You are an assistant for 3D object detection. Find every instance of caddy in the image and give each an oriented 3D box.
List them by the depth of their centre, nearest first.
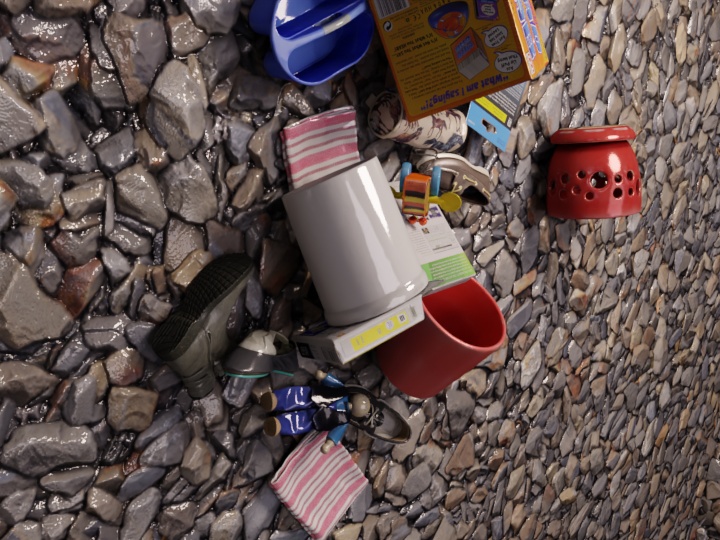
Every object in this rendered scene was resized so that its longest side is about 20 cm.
[{"bbox_3d":[-0.063,-0.355,1.095,0.199,0.104,0.144,-38,126,-30],"label":"caddy"}]

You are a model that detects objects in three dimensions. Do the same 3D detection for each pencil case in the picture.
[{"bbox_3d":[0.100,-0.254,1.295,0.198,0.091,0.078,3,143,-47],"label":"pencil case"}]

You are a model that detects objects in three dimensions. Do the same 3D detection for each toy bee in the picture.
[{"bbox_3d":[0.100,-0.116,1.205,0.199,0.129,0.111,-30,130,-53],"label":"toy bee"}]

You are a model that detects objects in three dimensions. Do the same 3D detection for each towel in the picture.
[{"bbox_3d":[-0.053,-0.149,1.217,0.145,0.030,0.204,-27,119,-35],"label":"towel"},{"bbox_3d":[-0.067,0.376,1.339,0.147,0.030,0.202,-47,129,-23],"label":"towel"}]

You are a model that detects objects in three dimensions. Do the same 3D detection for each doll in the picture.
[{"bbox_3d":[-0.068,0.236,1.268,0.197,0.048,0.140,-1,75,-36],"label":"doll"}]

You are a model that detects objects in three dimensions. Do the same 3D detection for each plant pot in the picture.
[{"bbox_3d":[0.130,0.116,1.335,0.198,0.202,0.178,-2,139,-43],"label":"plant pot"},{"bbox_3d":[0.492,-0.211,1.607,0.198,0.198,0.187,-11,102,-41],"label":"plant pot"}]

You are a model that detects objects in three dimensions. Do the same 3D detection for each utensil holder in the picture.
[{"bbox_3d":[-0.009,-0.046,1.129,0.168,0.169,0.204,-28,101,-34],"label":"utensil holder"}]

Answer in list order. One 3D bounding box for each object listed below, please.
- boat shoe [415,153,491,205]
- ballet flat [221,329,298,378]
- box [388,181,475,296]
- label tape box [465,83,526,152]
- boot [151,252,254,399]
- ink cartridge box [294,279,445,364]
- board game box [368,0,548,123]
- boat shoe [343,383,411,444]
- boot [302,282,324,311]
[{"bbox_3d":[0.177,-0.164,1.394,0.198,0.071,0.061,10,64,-48],"label":"boat shoe"},{"bbox_3d":[-0.148,0.124,1.149,0.199,0.072,0.075,18,89,-69],"label":"ballet flat"},{"bbox_3d":[0.103,-0.060,1.291,0.143,0.036,0.203,-13,70,-50],"label":"box"},{"bbox_3d":[0.242,-0.345,1.419,0.143,0.063,0.204,22,86,-45],"label":"label tape box"},{"bbox_3d":[-0.212,0.081,1.119,0.201,0.067,0.132,-52,143,-20],"label":"boot"},{"bbox_3d":[0.015,0.079,1.163,0.197,0.197,0.048,-24,94,-21],"label":"ink cartridge box"},{"bbox_3d":[0.155,-0.370,1.160,0.204,0.196,0.200,69,26,-14],"label":"board game box"},{"bbox_3d":[0.022,0.267,1.382,0.200,0.060,0.075,41,75,-42],"label":"boat shoe"},{"bbox_3d":[0.000,0.000,1.282,0.138,0.077,0.203,37,75,-38],"label":"boot"}]
